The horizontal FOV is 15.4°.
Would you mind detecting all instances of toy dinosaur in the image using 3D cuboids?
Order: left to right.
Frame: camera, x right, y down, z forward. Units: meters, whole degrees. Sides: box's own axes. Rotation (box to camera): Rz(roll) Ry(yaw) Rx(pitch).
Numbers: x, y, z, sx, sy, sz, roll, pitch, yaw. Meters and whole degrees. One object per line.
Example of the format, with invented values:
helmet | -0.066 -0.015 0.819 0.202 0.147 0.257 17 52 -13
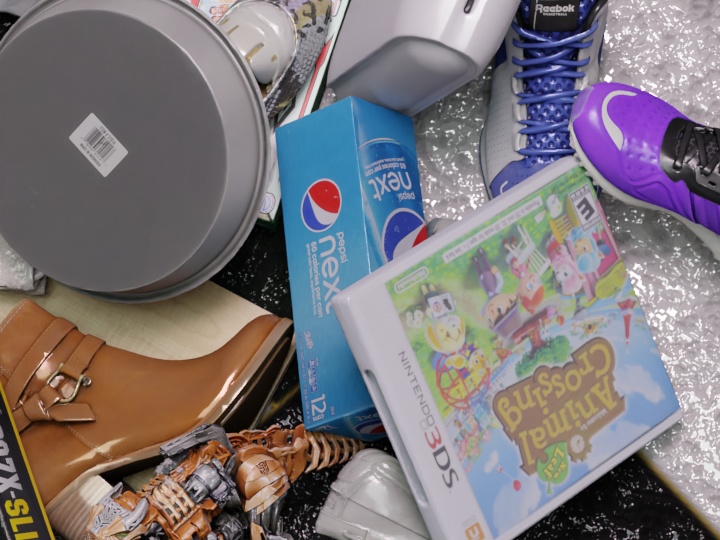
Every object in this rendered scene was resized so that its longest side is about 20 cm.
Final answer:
toy dinosaur | -0.075 0.146 1.592 0.200 0.102 0.136 -11 119 -19

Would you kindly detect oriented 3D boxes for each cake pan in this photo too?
cake pan | -0.153 -0.076 1.615 0.200 0.037 0.201 4 101 19

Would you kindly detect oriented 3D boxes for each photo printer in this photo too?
photo printer | 0.053 -0.186 1.631 0.069 0.200 0.167 24 77 -13

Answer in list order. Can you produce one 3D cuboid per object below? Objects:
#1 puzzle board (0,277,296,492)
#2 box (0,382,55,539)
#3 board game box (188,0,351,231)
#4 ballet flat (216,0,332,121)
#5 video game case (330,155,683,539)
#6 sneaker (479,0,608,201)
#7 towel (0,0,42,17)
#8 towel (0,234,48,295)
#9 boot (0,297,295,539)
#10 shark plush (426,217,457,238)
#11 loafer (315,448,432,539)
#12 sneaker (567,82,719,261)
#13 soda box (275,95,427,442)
puzzle board | -0.156 0.059 1.691 0.200 0.017 0.151 28 82 10
box | -0.273 0.152 1.629 0.160 0.049 0.200 -28 76 28
board game box | -0.087 -0.140 1.722 0.134 0.029 0.200 17 80 6
ballet flat | -0.086 -0.113 1.667 0.072 0.072 0.200 37 82 10
video game case | 0.093 0.054 1.590 0.200 0.022 0.182 -31 105 -33
sneaker | 0.114 -0.127 1.662 0.080 0.115 0.200 2 78 5
towel | -0.194 -0.252 1.700 0.192 0.035 0.200 11 75 41
towel | -0.282 -0.057 1.705 0.199 0.034 0.133 6 76 11
boot | -0.151 0.066 1.646 0.155 0.074 0.200 41 82 15
shark plush | 0.058 0.071 1.669 0.083 0.091 0.201 14 100 26
loafer | 0.064 0.187 1.614 0.200 0.070 0.070 36 87 -2
sneaker | 0.223 -0.061 1.612 0.200 0.099 0.070 33 62 -18
soda box | 0.000 0.000 1.645 0.068 0.064 0.200 -21 67 36
